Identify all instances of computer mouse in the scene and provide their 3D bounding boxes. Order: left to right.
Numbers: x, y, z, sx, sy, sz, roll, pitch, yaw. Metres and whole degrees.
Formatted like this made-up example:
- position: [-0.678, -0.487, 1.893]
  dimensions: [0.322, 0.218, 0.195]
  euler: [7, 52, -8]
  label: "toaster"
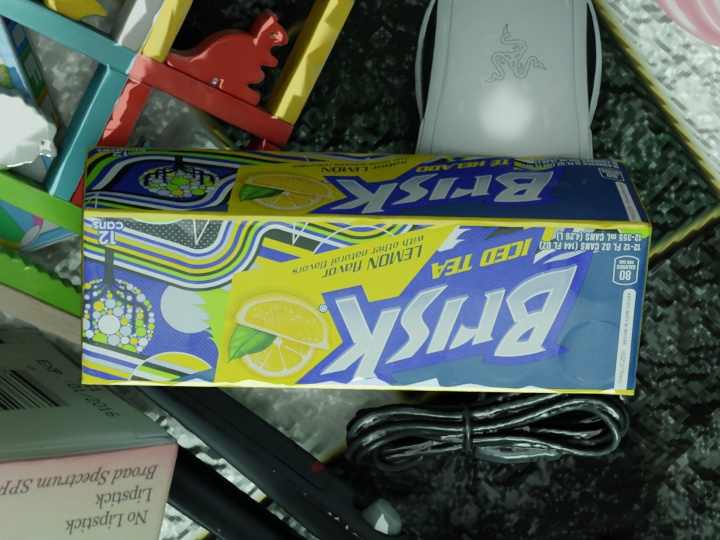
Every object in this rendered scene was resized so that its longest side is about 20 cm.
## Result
- position: [0.050, -0.017, 1.081]
  dimensions: [0.109, 0.044, 0.202]
  euler: [2, 109, 3]
  label: "computer mouse"

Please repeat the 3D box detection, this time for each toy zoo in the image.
- position: [-0.085, -0.074, 1.053]
  dimensions: [0.131, 0.020, 0.201]
  euler: [25, 97, -17]
  label: "toy zoo"

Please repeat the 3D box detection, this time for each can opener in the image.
- position: [-0.027, 0.095, 1.100]
  dimensions: [0.200, 0.079, 0.063]
  euler: [44, 98, 11]
  label: "can opener"

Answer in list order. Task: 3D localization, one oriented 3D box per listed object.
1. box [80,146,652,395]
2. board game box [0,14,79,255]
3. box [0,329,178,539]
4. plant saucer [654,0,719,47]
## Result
- position: [0.000, 0.000, 1.028]
  dimensions: [0.198, 0.064, 0.071]
  euler: [1, 114, -5]
  label: "box"
- position: [-0.216, -0.048, 1.085]
  dimensions: [0.199, 0.034, 0.135]
  euler: [-18, 107, 8]
  label: "board game box"
- position: [-0.163, 0.135, 1.079]
  dimensions: [0.127, 0.109, 0.201]
  euler: [-4, 114, -39]
  label: "box"
- position: [0.184, -0.145, 0.968]
  dimensions: [0.199, 0.051, 0.201]
  euler: [-21, 142, -17]
  label: "plant saucer"
